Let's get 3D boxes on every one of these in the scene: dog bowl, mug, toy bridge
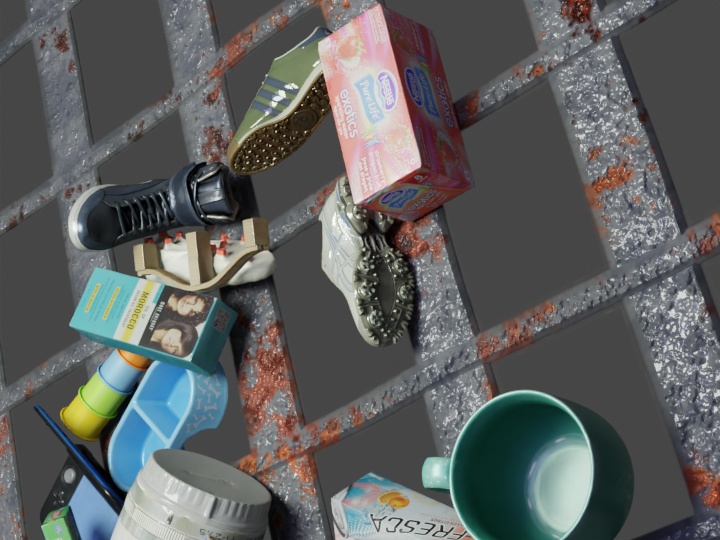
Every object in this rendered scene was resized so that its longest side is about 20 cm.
[{"bbox_3d":[-0.235,0.185,1.719,0.111,0.049,0.201,40,107,38],"label":"dog bowl"},{"bbox_3d":[0.165,0.187,1.336,0.185,0.114,0.153,38,100,40],"label":"mug"},{"bbox_3d":[-0.185,-0.011,1.650,0.199,0.027,0.068,-11,83,37],"label":"toy bridge"}]

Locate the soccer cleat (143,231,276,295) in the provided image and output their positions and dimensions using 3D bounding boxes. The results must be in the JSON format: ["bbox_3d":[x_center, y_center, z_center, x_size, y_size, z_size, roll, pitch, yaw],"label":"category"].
[{"bbox_3d":[-0.178,-0.001,1.709,0.199,0.069,0.078,7,114,34],"label":"soccer cleat"}]

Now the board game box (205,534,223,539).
[{"bbox_3d":[-0.127,0.404,1.488,0.201,0.159,0.097,-62,21,8],"label":"board game box"}]

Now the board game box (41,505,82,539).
[{"bbox_3d":[-0.320,0.378,1.665,0.029,0.135,0.201,-19,90,-9],"label":"board game box"}]

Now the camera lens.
[{"bbox_3d":[-0.199,0.318,1.587,0.160,0.160,0.201,26,97,40],"label":"camera lens"}]

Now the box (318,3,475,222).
[{"bbox_3d":[0.036,-0.167,1.533,0.094,0.102,0.201,-28,63,32],"label":"box"}]

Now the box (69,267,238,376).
[{"bbox_3d":[-0.246,0.059,1.697,0.199,0.049,0.083,12,72,34],"label":"box"}]

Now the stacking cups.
[{"bbox_3d":[-0.291,0.121,1.783,0.200,0.060,0.061,-50,54,14],"label":"stacking cups"}]

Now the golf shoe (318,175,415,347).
[{"bbox_3d":[0.000,0.000,1.561,0.097,0.078,0.201,-39,51,47],"label":"golf shoe"}]

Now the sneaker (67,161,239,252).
[{"bbox_3d":[-0.234,-0.076,1.684,0.145,0.202,0.077,-5,103,35],"label":"sneaker"}]

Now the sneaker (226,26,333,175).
[{"bbox_3d":[-0.085,-0.202,1.674,0.200,0.067,0.090,-40,47,29],"label":"sneaker"}]

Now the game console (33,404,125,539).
[{"bbox_3d":[-0.344,0.289,1.744,0.200,0.118,0.171,39,106,39],"label":"game console"}]

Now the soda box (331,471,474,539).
[{"bbox_3d":[0.063,0.272,1.426,0.199,0.063,0.069,17,122,41],"label":"soda box"}]
